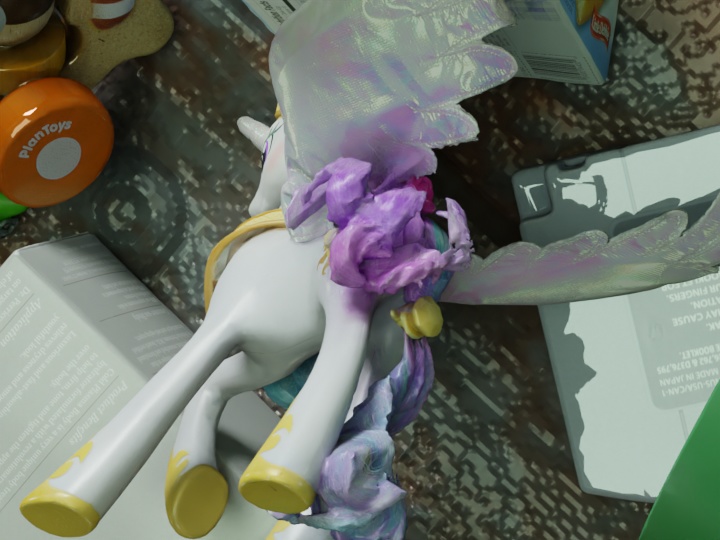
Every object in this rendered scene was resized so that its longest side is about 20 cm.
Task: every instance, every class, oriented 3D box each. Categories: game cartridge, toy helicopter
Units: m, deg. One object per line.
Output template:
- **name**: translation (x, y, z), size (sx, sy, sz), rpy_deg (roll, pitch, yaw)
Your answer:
- **game cartridge**: translation (0.160, 0.008, 0.957), size (0.200, 0.040, 0.134), rpy_deg (-12, 88, 16)
- **toy helicopter**: translation (-0.089, -0.126, 0.977), size (0.200, 0.132, 0.079), rpy_deg (-39, 50, -2)

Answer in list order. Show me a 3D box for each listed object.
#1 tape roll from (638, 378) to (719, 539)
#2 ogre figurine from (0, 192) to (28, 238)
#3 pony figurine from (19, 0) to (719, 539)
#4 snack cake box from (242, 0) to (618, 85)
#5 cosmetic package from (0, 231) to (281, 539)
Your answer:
- **tape roll**: translation (0.152, 0.008, 0.838), size (0.048, 0.200, 0.201), rpy_deg (31, 102, 10)
- **ogre figurine**: translation (-0.234, -0.023, 1.019), size (0.200, 0.120, 0.098), rpy_deg (19, 99, 14)
- **pony figurine**: translation (0.000, 0.000, 0.903), size (0.193, 0.200, 0.167), rpy_deg (-10, 136, 44)
- **snack cake box**: translation (0.012, -0.119, 0.898), size (0.115, 0.200, 0.067), rpy_deg (8, 81, 15)
- **cosmetic package**: translation (-0.071, 0.092, 1.003), size (0.200, 0.090, 0.107), rpy_deg (45, 104, 5)
